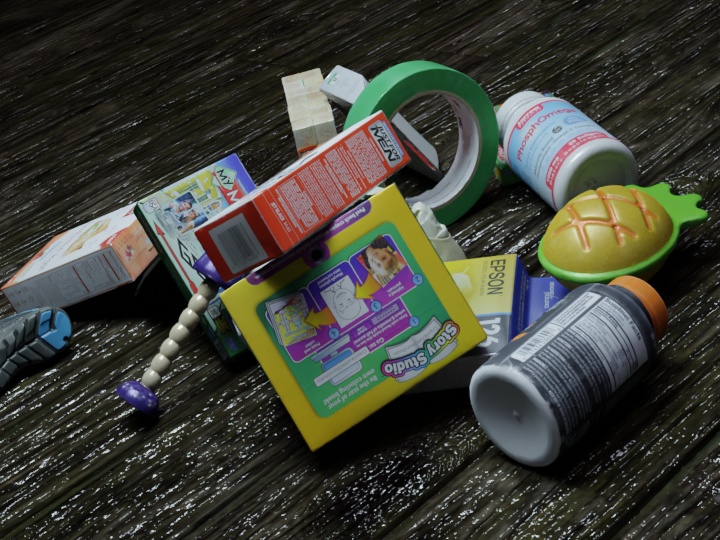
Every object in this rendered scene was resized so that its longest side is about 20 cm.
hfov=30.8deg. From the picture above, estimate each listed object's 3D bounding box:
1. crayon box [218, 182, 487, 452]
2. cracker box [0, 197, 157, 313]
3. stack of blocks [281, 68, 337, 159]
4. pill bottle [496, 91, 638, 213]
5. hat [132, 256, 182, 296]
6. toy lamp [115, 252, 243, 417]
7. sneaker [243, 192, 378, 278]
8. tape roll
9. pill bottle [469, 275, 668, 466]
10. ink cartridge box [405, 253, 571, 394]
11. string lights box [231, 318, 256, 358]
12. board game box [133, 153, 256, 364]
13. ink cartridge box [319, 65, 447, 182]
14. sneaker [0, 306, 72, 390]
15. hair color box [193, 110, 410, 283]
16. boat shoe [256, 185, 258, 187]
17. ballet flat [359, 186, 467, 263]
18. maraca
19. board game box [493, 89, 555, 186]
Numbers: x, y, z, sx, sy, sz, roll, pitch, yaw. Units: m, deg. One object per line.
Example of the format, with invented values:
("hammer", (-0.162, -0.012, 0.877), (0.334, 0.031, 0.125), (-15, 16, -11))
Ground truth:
("crayon box", (-0.007, 0.044, 1.246), (0.199, 0.174, 0.058), (-32, 1, -3))
("cracker box", (-0.336, -0.016, 1.633), (0.198, 0.058, 0.134), (-18, 22, 30))
("stack of blocks", (-0.061, -0.186, 1.802), (0.058, 0.116, 0.201), (-14, 28, 0))
("pill bottle", (0.238, -0.140, 1.559), (0.108, 0.110, 0.200), (-21, 34, -12))
("hat", (-0.185, -0.025, 1.577), (0.201, 0.081, 0.201), (-49, 6, 7))
("toy lamp", (-0.183, 0.056, 1.377), (0.201, 0.058, 0.058), (-56, 37, -4))
("sneaker", (-0.058, -0.030, 1.393), (0.199, 0.081, 0.116), (-37, 47, 6))
("tape roll", (0.072, -0.148, 1.575), (0.199, 0.203, 0.048), (-25, 30, -20))
("pill bottle", (0.199, 0.082, 1.194), (0.106, 0.107, 0.199), (16, 39, 44))
("ink cartridge box", (0.118, 0.050, 1.360), (0.197, 0.047, 0.198), (-10, 28, 14))
("string lights box", (-0.020, 0.035, 1.320), (0.199, 0.103, 0.059), (-36, 23, -2))
("board game box", (-0.145, -0.015, 1.458), (0.134, 0.201, 0.029), (-30, -7, -26))
("ink cartridge box", (0.050, -0.185, 1.701), (0.050, 0.161, 0.200), (-52, 34, -5))
("sneaker", (-0.432, 0.105, 1.518), (0.199, 0.074, 0.082), (-25, 13, -31))
("hair color box", (-0.055, -0.073, 1.274), (0.199, 0.064, 0.110), (-37, 9, -40))
("boat shoe", (-0.096, -0.053, 1.604), (0.072, 0.068, 0.200), (-52, 28, -4))
("ballet flat", (0.040, -0.053, 1.464), (0.198, 0.070, 0.070), (18, 26, -10))
("maraca", (0.276, -0.041, 1.379), (0.199, 0.108, 0.137), (-30, 38, -27))
("board game box", (0.222, -0.180, 1.746), (0.133, 0.029, 0.200), (-18, 28, -3))
